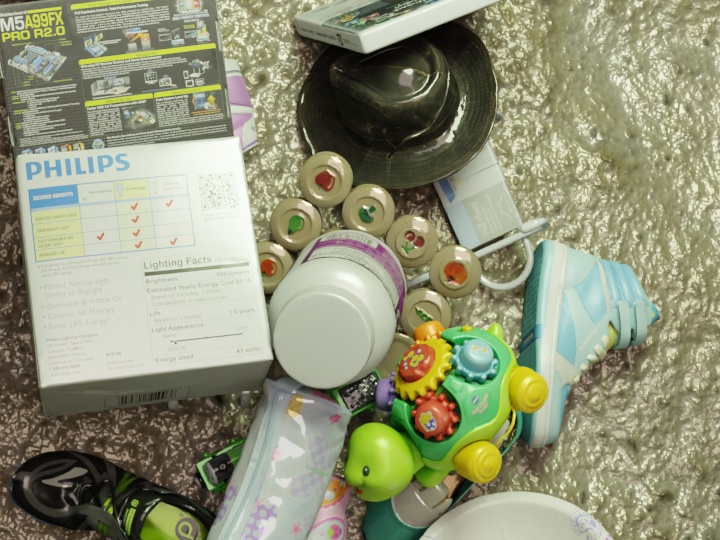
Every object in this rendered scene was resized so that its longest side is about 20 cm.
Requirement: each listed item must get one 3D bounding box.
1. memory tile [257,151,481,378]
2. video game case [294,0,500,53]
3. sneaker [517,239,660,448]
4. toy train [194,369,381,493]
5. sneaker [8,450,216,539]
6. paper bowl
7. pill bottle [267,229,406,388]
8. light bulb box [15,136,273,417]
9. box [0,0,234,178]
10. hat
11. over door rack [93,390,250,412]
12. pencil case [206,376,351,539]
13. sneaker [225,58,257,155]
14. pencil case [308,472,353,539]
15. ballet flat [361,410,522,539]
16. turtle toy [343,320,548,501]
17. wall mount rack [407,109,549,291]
[{"bbox_3d":[0.000,0.000,1.569,0.199,0.017,0.154,35,102,-4],"label":"memory tile"},{"bbox_3d":[0.056,-0.255,1.582,0.199,0.182,0.023,-23,110,-15],"label":"video game case"},{"bbox_3d":[0.221,0.076,1.605,0.130,0.080,0.201,9,79,-10],"label":"sneaker"},{"bbox_3d":[-0.062,0.147,1.541,0.199,0.056,0.042,-28,86,-16],"label":"toy train"},{"bbox_3d":[-0.211,0.207,1.484,0.199,0.083,0.071,20,76,-8],"label":"sneaker"},{"bbox_3d":[0.141,0.307,1.505,0.199,0.105,0.201,-6,45,6],"label":"paper bowl"},{"bbox_3d":[-0.021,0.036,1.466,0.111,0.200,0.113,1,103,6],"label":"pill bottle"},{"bbox_3d":[-0.188,0.006,1.438,0.197,0.125,0.201,-6,75,-12],"label":"light bulb box"},{"bbox_3d":[-0.218,-0.167,1.492,0.199,0.044,0.161,-9,98,-10],"label":"box"},{"bbox_3d":[0.025,-0.170,1.563,0.199,0.081,0.202,-6,70,17],"label":"hat"},{"bbox_3d":[-0.176,0.031,1.534,0.147,0.067,0.201,-1,75,-12],"label":"over door rack"},{"bbox_3d":[-0.078,0.193,1.443,0.090,0.083,0.201,26,84,-42],"label":"pencil case"},{"bbox_3d":[-0.190,-0.120,1.556,0.199,0.073,0.115,-16,87,-15],"label":"sneaker"},{"bbox_3d":[-0.051,0.276,1.507,0.087,0.087,0.201,7,77,-11],"label":"pencil case"},{"bbox_3d":[0.077,0.186,1.557,0.067,0.070,0.200,45,74,-2],"label":"ballet flat"},{"bbox_3d":[0.064,0.125,1.499,0.101,0.146,0.200,42,78,-32],"label":"turtle toy"},{"bbox_3d":[0.078,-0.064,1.606,0.173,0.075,0.201,-25,84,12],"label":"wall mount rack"}]
